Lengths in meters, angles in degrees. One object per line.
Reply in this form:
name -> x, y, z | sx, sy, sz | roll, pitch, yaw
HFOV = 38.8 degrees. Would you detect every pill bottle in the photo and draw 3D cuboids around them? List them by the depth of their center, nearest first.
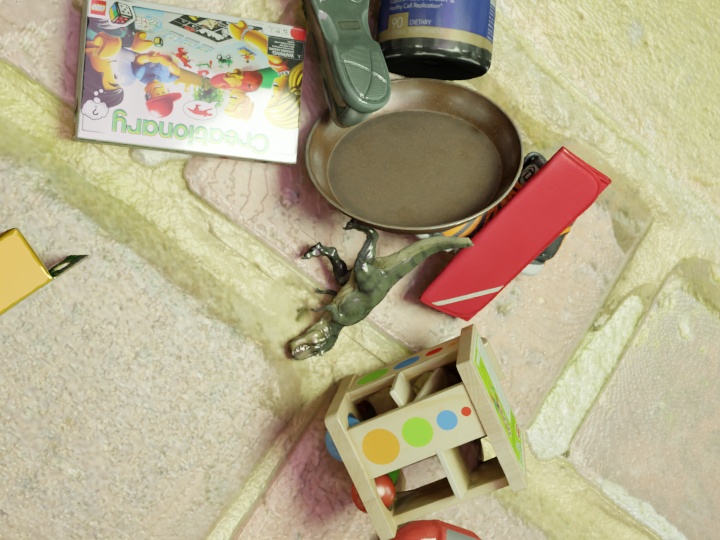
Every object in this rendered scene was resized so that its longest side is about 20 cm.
pill bottle -> 0.076, -0.289, 0.968 | 0.111, 0.112, 0.201 | 5, 89, -22

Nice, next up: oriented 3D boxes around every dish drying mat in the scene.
dish drying mat -> 0.145, -0.028, 0.967 | 0.077, 0.018, 0.200 | 25, 119, -36

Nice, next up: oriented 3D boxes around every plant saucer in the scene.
plant saucer -> 0.050, -0.102, 0.945 | 0.200, 0.200, 0.035 | -29, 144, -19

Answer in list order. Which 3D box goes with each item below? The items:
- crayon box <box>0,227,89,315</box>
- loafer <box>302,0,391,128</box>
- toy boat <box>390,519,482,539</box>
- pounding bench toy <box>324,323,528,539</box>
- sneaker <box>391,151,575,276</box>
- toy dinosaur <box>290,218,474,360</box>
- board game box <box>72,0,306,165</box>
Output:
crayon box -> -0.318, 0.025, 0.805 | 0.200, 0.126, 0.052 | -36, 103, -18
loafer -> -0.026, -0.229, 0.950 | 0.072, 0.063, 0.201 | -1, 70, -32
toy boat -> 0.071, 0.344, 0.963 | 0.130, 0.131, 0.201 | 22, 82, -20
pounding bench toy -> 0.060, 0.140, 0.969 | 0.156, 0.200, 0.125 | -23, 98, 12
sneaker -> 0.125, -0.072, 0.986 | 0.200, 0.078, 0.112 | 15, 124, -31
toy dinosaur -> 0.000, 0.000, 0.955 | 0.200, 0.047, 0.088 | -37, 98, 15
board game box -> -0.151, -0.168, 0.919 | 0.199, 0.035, 0.127 | 4, 90, -22
